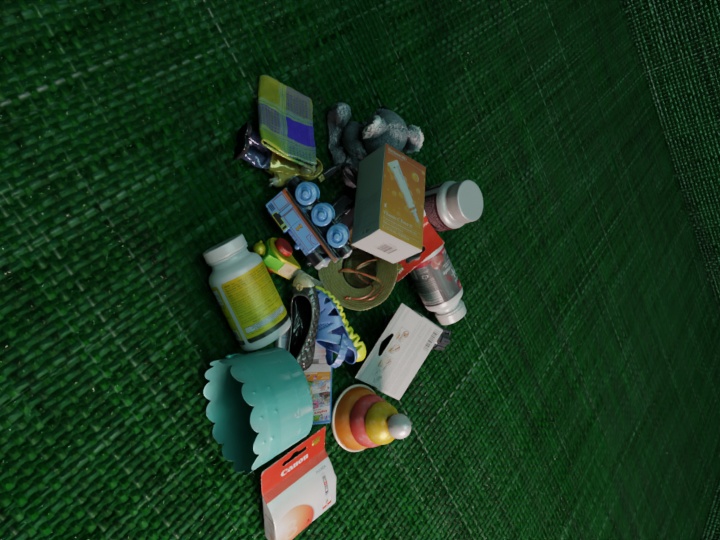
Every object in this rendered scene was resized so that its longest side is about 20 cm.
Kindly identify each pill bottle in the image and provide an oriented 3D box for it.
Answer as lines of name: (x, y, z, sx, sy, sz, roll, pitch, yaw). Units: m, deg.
pill bottle: (0.200, -0.156, 1.321, 0.112, 0.198, 0.118, 4, 83, -37)
pill bottle: (0.196, 0.032, 1.357, 0.110, 0.109, 0.204, -38, 109, -34)
pill bottle: (-0.221, 0.040, 1.023, 0.111, 0.111, 0.204, -33, 106, -35)

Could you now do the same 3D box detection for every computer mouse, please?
computer mouse: (-0.060, -0.142, 1.166, 0.199, 0.046, 0.142, -40, 102, -5)

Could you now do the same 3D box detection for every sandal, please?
sandal: (-0.069, 0.125, 1.137, 0.087, 0.079, 0.202, -36, 90, -41)

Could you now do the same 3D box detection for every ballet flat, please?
ballet flat: (-0.121, 0.108, 1.094, 0.056, 0.065, 0.207, 1, 90, -61)

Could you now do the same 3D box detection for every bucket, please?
bucket: (-0.188, 0.247, 0.979, 0.132, 0.205, 0.214, -13, 94, -39)

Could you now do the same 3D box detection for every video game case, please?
video game case: (-0.122, 0.227, 1.144, 0.140, 0.018, 0.207, 7, 81, -39)

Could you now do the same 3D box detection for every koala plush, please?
koala plush: (0.037, -0.293, 1.204, 0.174, 0.198, 0.190, 9, 81, -37)

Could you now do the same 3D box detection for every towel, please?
towel: (-0.154, -0.318, 1.123, 0.141, 0.023, 0.205, 21, 50, -36)

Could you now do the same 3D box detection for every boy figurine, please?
boy figurine: (-0.168, -0.231, 1.122, 0.196, 0.064, 0.128, 20, 68, -33)

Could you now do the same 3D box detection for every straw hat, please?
straw hat: (0.000, 0.000, 1.216, 0.085, 0.195, 0.207, 56, 44, -71)

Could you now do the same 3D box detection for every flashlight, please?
flashlight: (0.143, 0.162, 1.337, 0.197, 0.067, 0.070, 23, 68, -39)

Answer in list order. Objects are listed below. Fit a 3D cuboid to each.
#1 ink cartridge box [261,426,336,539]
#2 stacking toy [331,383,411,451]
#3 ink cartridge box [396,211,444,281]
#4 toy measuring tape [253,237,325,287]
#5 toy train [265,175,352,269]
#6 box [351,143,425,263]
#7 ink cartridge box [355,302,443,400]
ink cartridge box: (-0.115, 0.428, 1.044, 0.160, 0.050, 0.204, -27, 136, -37)
stacking toy: (0.041, 0.330, 1.148, 0.143, 0.198, 0.151, 4, 84, -37)
ink cartridge box: (0.088, -0.103, 1.255, 0.161, 0.050, 0.202, -37, 86, -12)
toy measuring tape: (-0.151, -0.019, 1.121, 0.198, 0.072, 0.076, 29, 68, -46)
toy train: (-0.103, -0.095, 1.105, 0.113, 0.087, 0.202, -37, 95, 7)
box: (0.062, -0.140, 1.128, 0.122, 0.097, 0.206, 21, 63, -33)
ink cartridge box: (0.084, 0.184, 1.235, 0.172, 0.043, 0.203, 33, 90, -39)
